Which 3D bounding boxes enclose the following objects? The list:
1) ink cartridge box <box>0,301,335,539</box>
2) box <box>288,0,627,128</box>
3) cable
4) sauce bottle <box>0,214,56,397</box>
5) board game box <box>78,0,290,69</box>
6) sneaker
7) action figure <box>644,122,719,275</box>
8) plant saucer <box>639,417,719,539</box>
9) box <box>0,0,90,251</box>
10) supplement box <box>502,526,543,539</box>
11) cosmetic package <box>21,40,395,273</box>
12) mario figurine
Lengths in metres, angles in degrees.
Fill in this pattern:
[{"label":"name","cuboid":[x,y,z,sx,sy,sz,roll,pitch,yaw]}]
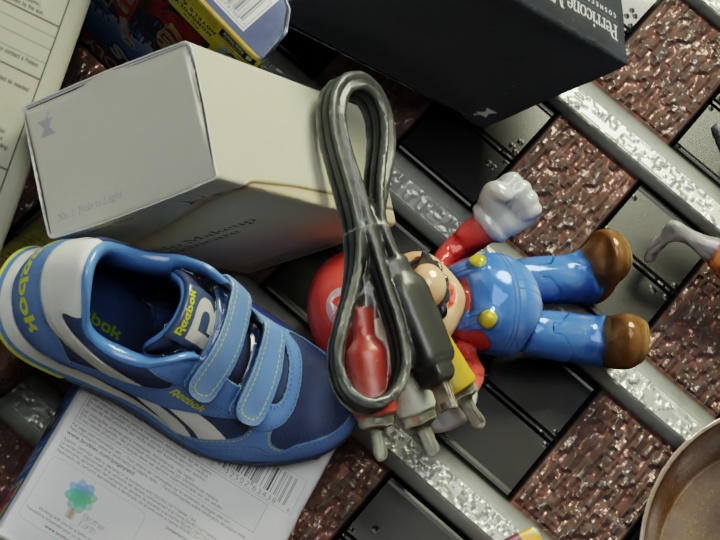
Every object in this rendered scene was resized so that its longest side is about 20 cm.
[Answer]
[{"label":"ink cartridge box","cuboid":[-0.092,0.094,1.027,0.136,0.076,0.201,33,65,-10]},{"label":"box","cuboid":[0.047,-0.217,1.130,0.196,0.117,0.201,21,59,-43]},{"label":"cable","cuboid":[0.000,0.000,1.007,0.097,0.050,0.201,-13,78,-39]},{"label":"sauce bottle","cuboid":[-0.186,0.021,1.054,0.200,0.066,0.066,-40,80,-25]},{"label":"board game box","cuboid":[-0.132,-0.168,1.082,0.200,0.200,0.062,46,66,-2]},{"label":"sneaker","cuboid":[-0.078,0.040,0.959,0.199,0.082,0.074,22,64,-26]},{"label":"action figure","cuboid":[0.262,0.007,1.130,0.193,0.105,0.200,32,47,22]},{"label":"plant saucer","cuboid":[0.246,0.174,1.101,0.199,0.035,0.201,5,65,-11]},{"label":"box","cuboid":[-0.233,-0.094,0.999,0.127,0.109,0.201,24,77,-28]},{"label":"supplement box","cuboid":[0.022,0.228,1.000,0.199,0.086,0.111,-24,74,-20]},{"label":"cosmetic package","cuboid":[-0.073,-0.053,1.023,0.103,0.200,0.074,-18,78,25]},{"label":"mario figurine","cuboid":[0.067,0.017,1.084,0.199,0.106,0.124,-3,33,-23]}]
